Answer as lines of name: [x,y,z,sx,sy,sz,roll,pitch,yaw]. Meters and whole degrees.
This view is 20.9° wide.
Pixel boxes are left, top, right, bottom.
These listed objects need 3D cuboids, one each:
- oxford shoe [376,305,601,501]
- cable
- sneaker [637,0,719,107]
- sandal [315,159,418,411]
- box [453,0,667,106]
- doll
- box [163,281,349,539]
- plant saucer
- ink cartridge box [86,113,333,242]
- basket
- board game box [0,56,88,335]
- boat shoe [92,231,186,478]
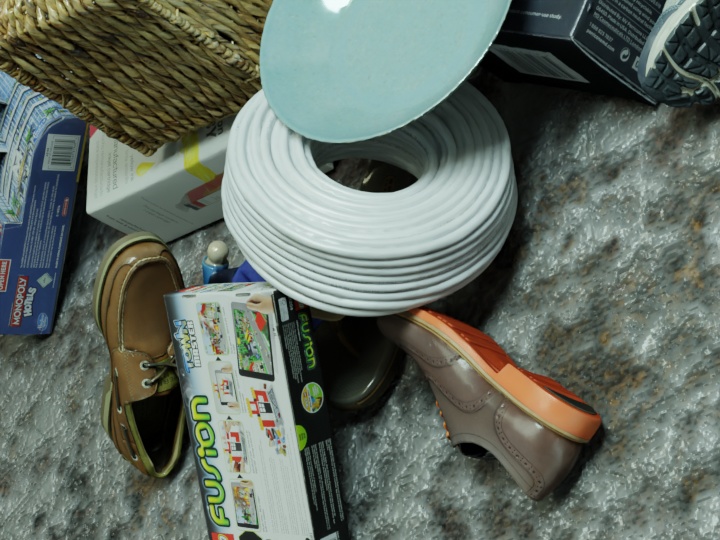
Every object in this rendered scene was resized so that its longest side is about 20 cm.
oxford shoe: [0.066,0.078,1.267,0.200,0.071,0.073,36,100,47]
cable: [0.007,-0.061,1.307,0.069,0.199,0.200,95,160,-46]
sneaker: [0.240,-0.191,1.246,0.200,0.078,0.086,-52,33,-1]
sandal: [0.000,0.000,1.379,0.082,0.055,0.201,3,72,45]
box: [0.154,-0.228,1.313,0.148,0.104,0.201,17,81,47]
doll: [-0.079,0.039,1.399,0.200,0.048,0.137,-33,68,55]
box: [-0.070,0.109,1.329,0.110,0.035,0.201,-1,102,43]
plant saucer: [0.025,-0.164,1.288,0.200,0.039,0.202,-19,54,28]
ink cartridge box: [-0.117,-0.124,1.535,0.200,0.083,0.146,-22,56,34]
basket: [-0.161,-0.198,1.405,0.149,0.200,0.143,-19,58,33]
board game box: [-0.304,-0.079,1.667,0.200,0.061,0.201,46,128,52]
boat shoe: [-0.150,0.064,1.427,0.068,0.072,0.201,50,149,42]
